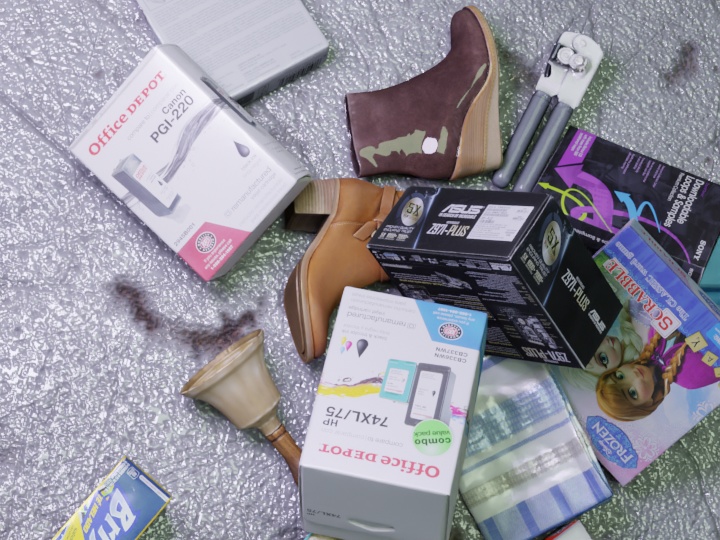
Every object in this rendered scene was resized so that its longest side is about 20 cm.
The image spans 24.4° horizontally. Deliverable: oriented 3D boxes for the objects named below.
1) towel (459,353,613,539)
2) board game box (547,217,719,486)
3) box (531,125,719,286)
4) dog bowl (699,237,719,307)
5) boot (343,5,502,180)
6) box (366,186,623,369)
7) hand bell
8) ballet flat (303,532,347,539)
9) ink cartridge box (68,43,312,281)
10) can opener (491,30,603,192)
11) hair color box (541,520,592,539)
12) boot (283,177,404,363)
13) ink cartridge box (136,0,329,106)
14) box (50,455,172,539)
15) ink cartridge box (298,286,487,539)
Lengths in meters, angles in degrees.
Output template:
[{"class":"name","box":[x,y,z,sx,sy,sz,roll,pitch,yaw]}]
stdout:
[{"class":"towel","box":[0.156,0.176,1.715,0.146,0.024,0.201,-27,82,6]},{"class":"board game box","box":[0.277,0.086,1.724,0.200,0.041,0.200,46,111,3]},{"class":"box","box":[0.290,-0.070,1.779,0.199,0.036,0.143,23,46,10]},{"class":"dog bowl","box":[0.373,0.033,1.818,0.111,0.050,0.202,0,74,-13]},{"class":"boot","box":[0.065,-0.194,1.797,0.165,0.072,0.202,-1,73,-11]},{"class":"box","box":[0.133,0.005,1.656,0.086,0.199,0.164,-54,126,-25]},{"class":"hand bell","box":[-0.082,0.169,1.670,0.104,0.104,0.201,-39,99,-19]},{"class":"ballet flat","box":[0.010,0.253,1.658,0.065,0.071,0.200,31,67,35]},{"class":"ink cartridge box","box":[-0.172,-0.110,1.685,0.200,0.085,0.146,44,101,3]},{"class":"can opener","box":[0.206,-0.171,1.834,0.052,0.066,0.201,27,79,-1]},{"class":"hair color box","box":[0.164,0.350,1.676,0.199,0.061,0.102,-32,84,-18]},{"class":"boot","box":[0.000,0.000,1.737,0.154,0.077,0.201,4,67,-16]},{"class":"ink cartridge box","box":[-0.152,-0.276,1.789,0.159,0.047,0.201,-30,78,-18]},{"class":"box","box":[-0.270,0.275,1.592,0.064,0.070,0.200,40,71,-2]},{"class":"ink cartridge box","box":[0.032,0.148,1.607,0.146,0.146,0.201,10,57,6]}]
